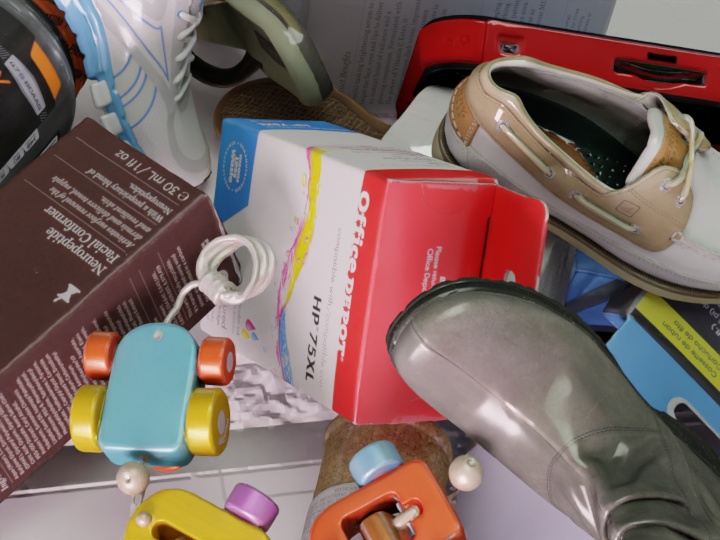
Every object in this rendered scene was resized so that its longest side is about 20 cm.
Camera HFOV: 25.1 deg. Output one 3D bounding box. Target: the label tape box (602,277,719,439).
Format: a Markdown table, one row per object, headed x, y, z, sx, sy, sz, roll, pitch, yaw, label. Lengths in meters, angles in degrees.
| x | y | z | sx | sy | sz | roll | pitch | yaw | label |
| --- | --- | --- | --- | --- | --- | --- | --- | --- | --- |
| 0.205 | 0.040 | 0.844 | 0.143 | 0.066 | 0.200 | 44 | 66 | -4 | label tape box |

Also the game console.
| x | y | z | sx | sy | sz | roll | pitch | yaw | label |
| --- | --- | --- | --- | --- | --- | --- | --- | --- | --- |
| 0.124 | -0.098 | 0.933 | 0.197 | 0.177 | 0.031 | 9 | 82 | -3 | game console |

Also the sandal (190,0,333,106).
| x | y | z | sx | sy | sz | roll | pitch | yaw | label |
| --- | --- | --- | --- | --- | --- | --- | --- | --- | --- |
| -0.084 | -0.141 | 0.955 | 0.057 | 0.080 | 0.201 | -41 | 34 | -7 | sandal |

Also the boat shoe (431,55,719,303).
| x | y | z | sx | sy | sz | roll | pitch | yaw | label |
| --- | --- | --- | --- | --- | --- | --- | --- | --- | --- |
| 0.134 | -0.043 | 0.779 | 0.198 | 0.069 | 0.075 | 18 | 59 | -5 | boat shoe |

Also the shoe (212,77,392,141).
| x | y | z | sx | sy | sz | roll | pitch | yaw | label |
| --- | --- | --- | --- | --- | --- | --- | --- | --- | --- |
| 0.001 | -0.059 | 0.946 | 0.198 | 0.054 | 0.070 | 20 | 61 | 24 | shoe |

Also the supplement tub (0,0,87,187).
| x | y | z | sx | sy | sz | roll | pitch | yaw | label |
| --- | --- | --- | --- | --- | --- | --- | --- | --- | --- |
| -0.233 | -0.074 | 0.865 | 0.121 | 0.123 | 0.201 | 21 | 48 | 9 | supplement tub |

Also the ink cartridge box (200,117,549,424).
| x | y | z | sx | sy | sz | roll | pitch | yaw | label |
| --- | --- | --- | --- | --- | --- | --- | --- | --- | --- |
| 0.000 | 0.000 | 0.785 | 0.067 | 0.118 | 0.199 | 0 | 14 | -33 | ink cartridge box |

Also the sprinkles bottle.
| x | y | z | sx | sy | sz | roll | pitch | yaw | label |
| --- | --- | --- | --- | --- | --- | --- | --- | --- | --- |
| -0.003 | 0.156 | 0.735 | 0.067 | 0.069 | 0.201 | 12 | 47 | 1 | sprinkles bottle |

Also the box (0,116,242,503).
| x | y | z | sx | sy | sz | roll | pitch | yaw | label |
| --- | --- | --- | --- | --- | --- | --- | --- | --- | --- |
| -0.165 | 0.026 | 0.781 | 0.100 | 0.075 | 0.200 | 31 | 65 | 33 | box |

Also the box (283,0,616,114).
| x | y | z | sx | sy | sz | roll | pitch | yaw | label |
| --- | --- | --- | --- | --- | --- | --- | --- | --- | --- |
| 0.043 | -0.189 | 1.034 | 0.197 | 0.107 | 0.153 | -2 | 49 | -13 | box |

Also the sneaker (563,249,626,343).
| x | y | z | sx | sy | sz | roll | pitch | yaw | label |
| --- | --- | --- | --- | --- | --- | --- | --- | --- | --- |
| 0.163 | 0.016 | 0.905 | 0.198 | 0.066 | 0.079 | -12 | 62 | -20 | sneaker |

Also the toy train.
| x | y | z | sx | sy | sz | roll | pitch | yaw | label |
| --- | --- | --- | --- | --- | --- | --- | --- | --- | --- |
| -0.041 | 0.087 | 0.718 | 0.149 | 0.056 | 0.201 | -32 | 59 | -8 | toy train |

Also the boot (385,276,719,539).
| x | y | z | sx | sy | sz | roll | pitch | yaw | label |
| --- | --- | --- | --- | --- | --- | --- | --- | --- | --- |
| 0.102 | 0.089 | 0.667 | 0.199 | 0.068 | 0.131 | 34 | 19 | -21 | boot |

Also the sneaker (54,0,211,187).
| x | y | z | sx | sy | sz | roll | pitch | yaw | label |
| --- | --- | --- | --- | --- | --- | --- | --- | --- | --- |
| -0.114 | -0.137 | 0.898 | 0.086 | 0.202 | 0.075 | -14 | 29 | 14 | sneaker |

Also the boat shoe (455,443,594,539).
| x | y | z | sx | sy | sz | roll | pitch | yaw | label |
| --- | --- | --- | --- | --- | --- | --- | --- | --- | --- |
| 0.127 | 0.153 | 0.773 | 0.065 | 0.074 | 0.200 | 4 | 33 | -50 | boat shoe |

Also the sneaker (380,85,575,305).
| x | y | z | sx | sy | sz | roll | pitch | yaw | label |
| --- | --- | --- | --- | --- | --- | --- | --- | --- | --- |
| 0.050 | -0.010 | 0.839 | 0.114 | 0.074 | 0.202 | 8 | 58 | 16 | sneaker |
